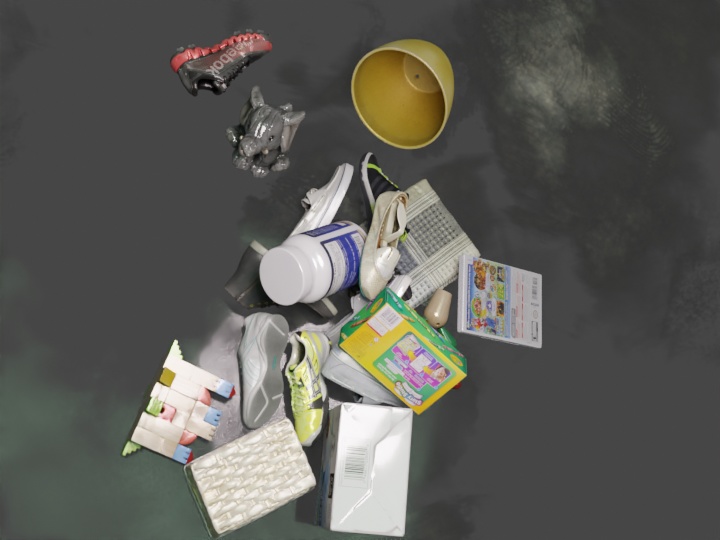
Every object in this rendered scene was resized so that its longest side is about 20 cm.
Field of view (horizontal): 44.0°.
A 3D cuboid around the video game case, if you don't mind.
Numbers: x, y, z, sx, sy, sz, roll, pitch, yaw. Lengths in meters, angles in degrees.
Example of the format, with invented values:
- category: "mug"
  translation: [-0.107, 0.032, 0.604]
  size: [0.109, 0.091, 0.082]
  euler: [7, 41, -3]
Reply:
- category: "video game case"
  translation: [0.262, 0.060, 1.664]
  size: [0.197, 0.018, 0.146]
  euler: [13, 72, -32]

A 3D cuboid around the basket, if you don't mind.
- category: "basket"
  translation: [-0.181, 0.343, 1.476]
  size: [0.197, 0.123, 0.138]
  euler: [-23, 82, -16]

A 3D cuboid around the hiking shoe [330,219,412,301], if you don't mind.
- category: "hiking shoe"
  translation: [0.000, 0.000, 1.617]
  size: [0.101, 0.076, 0.201]
  euler: [-43, 83, 9]

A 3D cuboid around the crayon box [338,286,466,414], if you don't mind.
- category: "crayon box"
  translation: [0.073, 0.139, 1.516]
  size: [0.200, 0.059, 0.118]
  euler: [42, 113, -17]

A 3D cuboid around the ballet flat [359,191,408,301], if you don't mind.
- category: "ballet flat"
  translation: [0.042, -0.048, 1.526]
  size: [0.067, 0.062, 0.204]
  euler: [30, 61, -43]

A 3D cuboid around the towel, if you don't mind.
- category: "towel"
  translation: [0.104, -0.046, 1.687]
  size: [0.198, 0.035, 0.194]
  euler: [-35, 84, -16]

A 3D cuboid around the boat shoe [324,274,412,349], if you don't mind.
- category: "boat shoe"
  translation: [0.010, 0.070, 1.574]
  size: [0.068, 0.200, 0.072]
  euler: [42, 28, 0]

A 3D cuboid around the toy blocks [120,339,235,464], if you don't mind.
- category: "toy blocks"
  translation: [-0.297, 0.240, 1.499]
  size: [0.135, 0.100, 0.203]
  euler: [28, 71, -17]

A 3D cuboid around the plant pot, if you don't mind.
- category: "plant pot"
  translation: [0.099, -0.354, 1.688]
  size: [0.199, 0.200, 0.142]
  euler: [39, 46, -1]

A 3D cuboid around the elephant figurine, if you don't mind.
- category: "elephant figurine"
  translation: [-0.164, -0.253, 1.580]
  size: [0.138, 0.200, 0.159]
  euler: [-9, 79, -14]

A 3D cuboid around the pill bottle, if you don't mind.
- category: "pill bottle"
  translation: [-0.074, -0.011, 1.509]
  size: [0.199, 0.115, 0.117]
  euler: [-20, 80, -53]

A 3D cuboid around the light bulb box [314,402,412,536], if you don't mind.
- category: "light bulb box"
  translation: [0.002, 0.331, 1.482]
  size: [0.122, 0.200, 0.203]
  euler: [8, 75, -9]

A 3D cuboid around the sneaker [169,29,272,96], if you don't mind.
- category: "sneaker"
  translation: [-0.249, -0.382, 1.660]
  size: [0.197, 0.071, 0.100]
  euler: [-21, 82, -15]

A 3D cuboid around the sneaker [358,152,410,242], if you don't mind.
- category: "sneaker"
  translation: [0.051, -0.133, 1.643]
  size: [0.081, 0.072, 0.204]
  euler: [-15, 62, 10]

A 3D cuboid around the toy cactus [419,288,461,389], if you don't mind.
- category: "toy cactus"
  translation: [0.122, 0.117, 1.610]
  size: [0.197, 0.102, 0.168]
  euler: [25, 82, -17]

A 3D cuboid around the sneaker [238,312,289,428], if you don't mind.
- category: "sneaker"
  translation: [-0.177, 0.171, 1.552]
  size: [0.070, 0.079, 0.205]
  euler: [8, 92, -48]

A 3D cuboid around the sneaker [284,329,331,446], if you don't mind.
- category: "sneaker"
  translation: [-0.100, 0.202, 1.545]
  size: [0.076, 0.075, 0.204]
  euler: [20, 60, -40]

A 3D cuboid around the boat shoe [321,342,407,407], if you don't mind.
- category: "boat shoe"
  translation: [0.010, 0.200, 1.570]
  size: [0.200, 0.070, 0.072]
  euler: [35, 98, -31]

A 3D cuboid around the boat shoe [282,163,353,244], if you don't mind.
- category: "boat shoe"
  translation: [-0.079, -0.118, 1.640]
  size: [0.065, 0.072, 0.203]
  euler: [29, 81, -9]

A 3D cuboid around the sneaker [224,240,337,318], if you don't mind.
- category: "sneaker"
  translation: [-0.142, 0.046, 1.594]
  size: [0.199, 0.075, 0.107]
  euler: [37, 90, -10]
